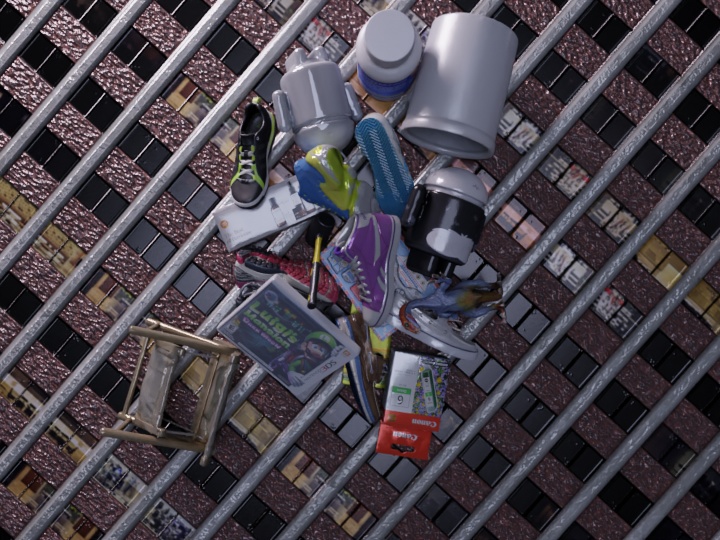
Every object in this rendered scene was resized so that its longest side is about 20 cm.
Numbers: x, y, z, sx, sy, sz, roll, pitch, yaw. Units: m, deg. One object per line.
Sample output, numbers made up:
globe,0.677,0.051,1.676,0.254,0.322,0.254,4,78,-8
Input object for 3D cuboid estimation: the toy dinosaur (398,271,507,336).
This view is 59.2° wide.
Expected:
toy dinosaur,0.162,0.068,1.114,0.180,0.200,0.106,-9,79,13

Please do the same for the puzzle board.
puzzle board,0.039,0.007,1.178,0.150,0.017,0.201,-37,92,-4

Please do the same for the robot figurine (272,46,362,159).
robot figurine,-0.076,-0.292,1.135,0.168,0.113,0.202,-14,91,-24

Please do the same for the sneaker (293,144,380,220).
sneaker,-0.045,-0.137,1.127,0.104,0.076,0.201,-7,133,35

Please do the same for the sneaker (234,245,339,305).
sneaker,-0.135,0.020,1.167,0.198,0.081,0.075,20,119,4

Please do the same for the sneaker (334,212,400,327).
sneaker,0.000,0.000,1.102,0.113,0.072,0.203,1,98,-30

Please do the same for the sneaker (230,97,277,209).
sneaker,-0.202,-0.211,1.131,0.071,0.083,0.202,2,74,14

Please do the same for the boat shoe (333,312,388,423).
boat shoe,0.012,0.175,1.150,0.072,0.072,0.202,-17,96,-12

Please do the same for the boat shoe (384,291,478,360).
boat shoe,0.136,0.101,1.149,0.199,0.074,0.066,26,97,-16

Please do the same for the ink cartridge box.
ink cartridge box,0.095,0.252,1.173,0.108,0.050,0.202,10,91,-5

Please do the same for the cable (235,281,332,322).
cable,-0.137,0.109,1.145,0.198,0.051,0.164,18,123,1

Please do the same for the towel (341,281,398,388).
towel,0.017,0.119,1.194,0.085,0.018,0.202,7,90,-5

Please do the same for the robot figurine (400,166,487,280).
robot figurine,0.150,-0.085,1.136,0.124,0.150,0.202,20,92,16

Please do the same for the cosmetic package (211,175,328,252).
cosmetic package,-0.165,-0.109,1.171,0.198,0.051,0.083,-24,90,0

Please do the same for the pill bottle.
pill bottle,0.048,-0.369,1.089,0.111,0.200,0.113,0,92,0

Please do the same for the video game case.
video game case,-0.128,0.120,1.112,0.200,0.023,0.181,43,125,-14

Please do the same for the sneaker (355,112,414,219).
sneaker,0.055,-0.190,1.155,0.076,0.081,0.202,-12,113,19

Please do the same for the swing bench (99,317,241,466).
swing bench,-0.331,0.214,1.144,0.198,0.130,0.201,17,91,-6

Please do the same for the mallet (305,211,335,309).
mallet,-0.081,-0.010,1.114,0.041,0.066,0.202,18,53,-16

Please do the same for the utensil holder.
utensil holder,0.174,-0.317,1.109,0.168,0.170,0.202,14,89,0
